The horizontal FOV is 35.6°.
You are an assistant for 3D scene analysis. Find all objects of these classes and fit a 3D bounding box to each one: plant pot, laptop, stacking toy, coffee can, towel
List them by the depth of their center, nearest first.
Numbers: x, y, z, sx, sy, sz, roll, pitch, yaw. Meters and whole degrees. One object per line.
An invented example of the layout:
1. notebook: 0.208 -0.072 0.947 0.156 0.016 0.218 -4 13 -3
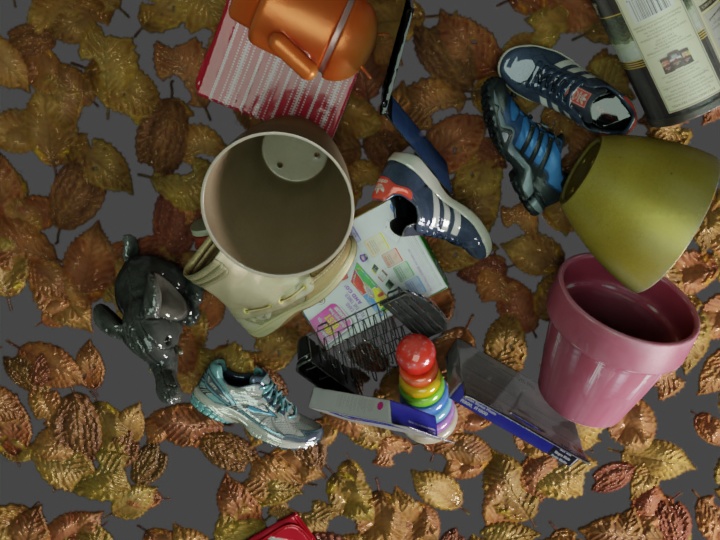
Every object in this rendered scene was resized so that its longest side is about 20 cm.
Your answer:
1. coffee can: 0.384 -0.302 1.395 0.145 0.147 0.201 -27 104 10
2. laptop: 0.086 -0.224 1.410 0.115 0.187 0.202 15 108 -3
3. plant pot: -0.092 -0.120 1.424 0.185 0.200 0.189 2 117 4
4. plant pot: 0.341 -0.094 1.437 0.141 0.200 0.201 29 107 -5
5. towel: -0.107 -0.267 1.491 0.198 0.023 0.146 21 105 -6
6. plant pot: 0.329 0.105 1.514 0.198 0.201 0.180 17 123 -3
7. stacking toy: 0.086 0.156 1.535 0.084 0.086 0.201 -7 143 4

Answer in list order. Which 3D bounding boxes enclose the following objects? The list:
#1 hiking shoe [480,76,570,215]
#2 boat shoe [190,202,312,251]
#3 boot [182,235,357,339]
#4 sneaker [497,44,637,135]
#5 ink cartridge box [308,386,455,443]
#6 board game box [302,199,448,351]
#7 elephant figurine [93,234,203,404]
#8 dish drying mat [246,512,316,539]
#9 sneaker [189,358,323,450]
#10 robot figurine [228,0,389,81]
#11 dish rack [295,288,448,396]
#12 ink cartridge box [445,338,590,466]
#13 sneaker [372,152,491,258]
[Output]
1. hiking shoe: 0.223 -0.175 1.488 0.086 0.075 0.201 -26 115 2
2. boat shoe: -0.132 -0.055 1.534 0.198 0.071 0.063 -13 115 5
3. boot: -0.119 -0.014 1.483 0.199 0.073 0.155 -36 123 18
4. sneaker: 0.273 -0.233 1.454 0.198 0.085 0.075 22 107 -5
5. ink cartridge box: 0.029 0.193 1.504 0.094 0.199 0.037 25 78 -41
6. board game box: 0.000 0.000 1.561 0.199 0.040 0.154 -27 105 10
7. elephant figurine: -0.283 0.064 1.509 0.154 0.200 0.143 18 108 -3
8. dish drying mat: -0.161 0.449 1.723 0.199 0.018 0.077 -33 105 11
9. sneaker: -0.141 0.191 1.611 0.198 0.078 0.087 21 104 -5
10. robot figurine: -0.064 -0.311 1.409 0.199 0.144 0.117 24 106 -6
11. dish rack: 0.022 0.102 1.543 0.199 0.055 0.153 -26 145 17
12. ink cartridge box: 0.209 0.189 1.531 0.199 0.200 0.041 30 106 -7
13. sneaker: 0.091 -0.064 1.487 0.200 0.075 0.085 42 74 -25
